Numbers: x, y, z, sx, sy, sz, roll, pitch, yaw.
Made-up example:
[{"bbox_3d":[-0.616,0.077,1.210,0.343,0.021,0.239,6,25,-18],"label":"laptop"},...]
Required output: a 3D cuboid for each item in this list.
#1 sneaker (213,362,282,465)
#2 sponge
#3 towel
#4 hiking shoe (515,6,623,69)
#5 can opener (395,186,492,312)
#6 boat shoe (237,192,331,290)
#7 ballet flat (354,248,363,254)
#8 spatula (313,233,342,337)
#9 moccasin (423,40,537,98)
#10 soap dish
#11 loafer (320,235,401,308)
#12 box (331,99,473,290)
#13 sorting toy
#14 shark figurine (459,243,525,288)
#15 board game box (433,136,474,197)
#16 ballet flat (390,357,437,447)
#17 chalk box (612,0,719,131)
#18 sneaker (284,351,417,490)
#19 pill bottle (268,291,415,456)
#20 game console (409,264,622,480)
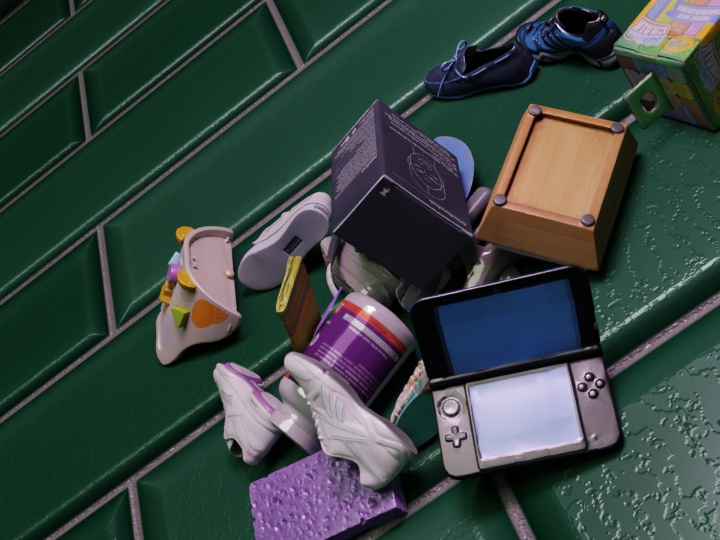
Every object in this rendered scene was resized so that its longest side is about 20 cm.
[{"bbox_3d":[-0.168,0.192,1.479,0.100,0.074,0.200,-61,30,5],"label":"sneaker"},{"bbox_3d":[-0.043,0.276,1.311,0.198,0.030,0.113,-28,53,19],"label":"sponge"},{"bbox_3d":[-0.075,0.074,1.414,0.018,0.201,0.087,6,55,16],"label":"towel"},{"bbox_3d":[0.297,-0.351,1.562,0.199,0.087,0.075,17,67,48],"label":"hiking shoe"},{"bbox_3d":[0.125,-0.022,1.431,0.200,0.053,0.067,-49,24,-8],"label":"can opener"},{"bbox_3d":[-0.111,-0.053,1.641,0.202,0.074,0.087,-44,17,35],"label":"boat shoe"},{"bbox_3d":[0.009,-0.076,1.530,0.066,0.068,0.200,-18,24,-2],"label":"ballet flat"},{"bbox_3d":[-0.039,0.006,1.461,0.201,0.020,0.057,-86,22,-46],"label":"spatula"},{"bbox_3d":[0.176,-0.318,1.652,0.198,0.068,0.081,-7,50,39],"label":"moccasin"},{"bbox_3d":[0.247,-0.110,1.344,0.155,0.082,0.202,16,62,16],"label":"soap dish"},{"bbox_3d":[0.000,0.000,1.523,0.069,0.071,0.200,-26,34,-11],"label":"loafer"},{"bbox_3d":[0.050,-0.100,1.400,0.107,0.148,0.201,-46,25,26],"label":"box"},{"bbox_3d":[-0.274,0.049,1.694,0.181,0.106,0.201,-54,31,31],"label":"sorting toy"},{"bbox_3d":[0.149,0.014,1.358,0.127,0.090,0.216,-2,52,41],"label":"shark figurine"},{"bbox_3d":[0.091,-0.096,1.549,0.199,0.039,0.159,-40,38,17],"label":"board game box"},{"bbox_3d":[0.093,0.126,1.276,0.201,0.075,0.064,-59,19,30],"label":"ballet flat"},{"bbox_3d":[0.412,-0.267,1.355,0.201,0.124,0.123,-50,38,-8],"label":"chalk box"},{"bbox_3d":[-0.028,0.174,1.269,0.200,0.070,0.080,42,96,22],"label":"sneaker"},{"bbox_3d":[-0.027,0.134,1.378,0.201,0.113,0.112,-51,39,-11],"label":"pill bottle"},{"bbox_3d":[0.166,0.112,1.161,0.197,0.119,0.173,-13,61,10],"label":"game console"}]
